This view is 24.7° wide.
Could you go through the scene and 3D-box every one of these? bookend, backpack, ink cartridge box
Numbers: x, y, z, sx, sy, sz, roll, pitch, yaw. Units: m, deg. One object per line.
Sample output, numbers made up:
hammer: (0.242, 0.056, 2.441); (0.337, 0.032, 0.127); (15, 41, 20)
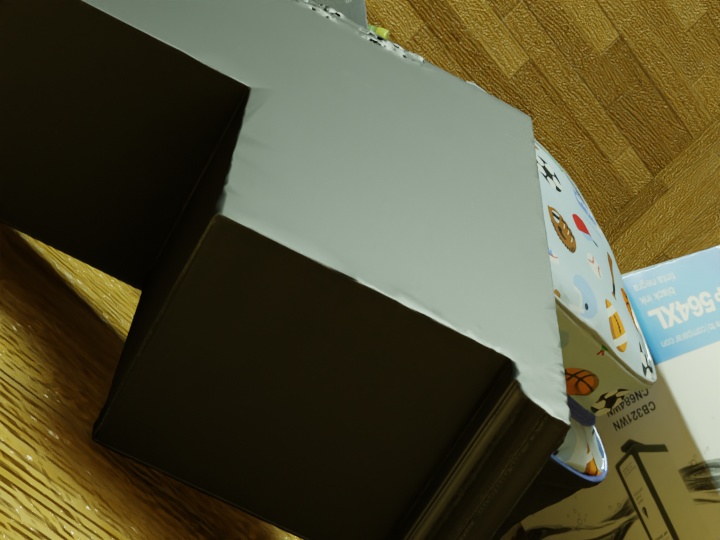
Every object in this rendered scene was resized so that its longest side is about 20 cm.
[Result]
bookend: (-0.051, -0.016, 0.479); (0.198, 0.092, 0.200); (26, 25, -11)
backpack: (0.025, 0.004, 0.717); (0.200, 0.154, 0.191); (45, 14, -44)
ink cartridge box: (0.152, 0.111, 0.799); (0.146, 0.084, 0.201); (-42, -113, 52)

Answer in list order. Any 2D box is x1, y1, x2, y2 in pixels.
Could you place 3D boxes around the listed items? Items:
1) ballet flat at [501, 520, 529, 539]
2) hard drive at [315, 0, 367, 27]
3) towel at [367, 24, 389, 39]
ballet flat: (0.132, 0.182, 0.898); (0.200, 0.070, 0.069); (38, 5, -24)
hard drive: (-0.053, -0.120, 0.926); (0.135, 0.042, 0.201); (32, -36, 31)
towel: (-0.077, -0.154, 1.090); (0.199, 0.086, 0.018); (23, 34, 13)
